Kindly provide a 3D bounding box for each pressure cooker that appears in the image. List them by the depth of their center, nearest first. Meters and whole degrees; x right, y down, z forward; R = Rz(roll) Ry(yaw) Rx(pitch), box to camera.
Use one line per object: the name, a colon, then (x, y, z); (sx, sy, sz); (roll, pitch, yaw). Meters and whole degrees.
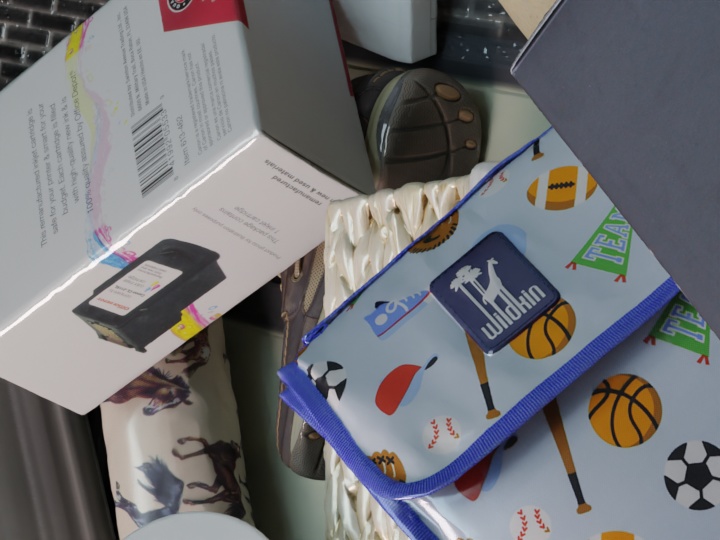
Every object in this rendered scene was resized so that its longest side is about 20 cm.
pressure cooker: (-0.213, 0.157, 1.303); (0.175, 0.178, 0.201); (-31, 66, 35)

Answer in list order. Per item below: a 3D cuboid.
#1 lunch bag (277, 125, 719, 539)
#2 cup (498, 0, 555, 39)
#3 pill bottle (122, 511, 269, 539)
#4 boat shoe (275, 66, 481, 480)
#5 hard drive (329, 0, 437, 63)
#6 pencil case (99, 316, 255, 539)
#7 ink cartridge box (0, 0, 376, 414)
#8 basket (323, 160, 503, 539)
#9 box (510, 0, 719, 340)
lunch bag: (0.090, 0.058, 0.932); (0.170, 0.124, 0.200); (-40, 80, -3)
cup: (0.117, -0.161, 1.024); (0.200, 0.200, 0.144); (16, 123, 43)
pill bottle: (-0.053, 0.195, 1.120); (0.116, 0.200, 0.117); (-7, 56, 11)
boat shoe: (0.000, 0.000, 1.193); (0.073, 0.074, 0.201); (19, 91, 53)
hard drive: (-0.015, -0.212, 1.193); (0.132, 0.026, 0.201); (26, 127, 42)
pencil case: (-0.090, 0.111, 1.258); (0.077, 0.089, 0.201); (-13, 76, 5)
ink cartridge box: (-0.101, -0.048, 1.188); (0.200, 0.083, 0.146); (-35, 47, 27)
basket: (0.067, 0.058, 1.077); (0.123, 0.135, 0.202); (-3, 85, 47)
box: (0.185, -0.033, 0.859); (0.104, 0.181, 0.200); (-53, 54, 27)
